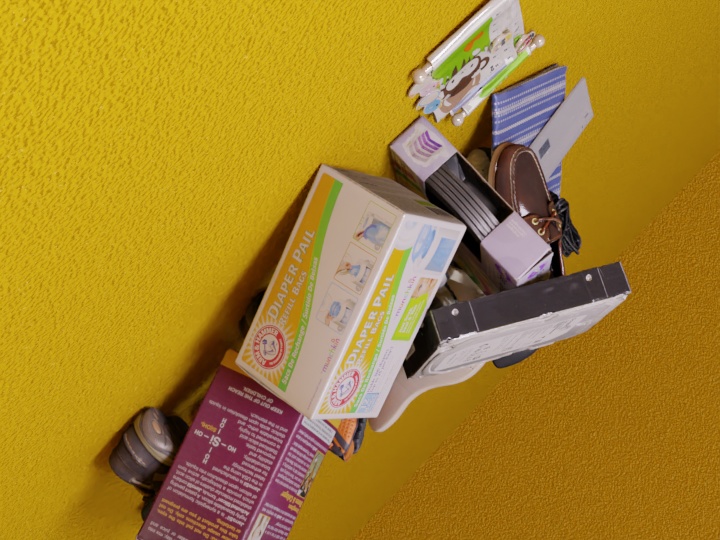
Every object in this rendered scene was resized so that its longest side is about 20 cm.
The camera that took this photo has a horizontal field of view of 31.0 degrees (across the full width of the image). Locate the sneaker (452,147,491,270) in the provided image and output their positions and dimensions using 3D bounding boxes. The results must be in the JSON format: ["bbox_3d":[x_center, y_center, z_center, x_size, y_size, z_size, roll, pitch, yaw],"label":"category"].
[{"bbox_3d":[0.128,-0.062,1.530,0.080,0.128,0.200,-60,138,-28],"label":"sneaker"}]

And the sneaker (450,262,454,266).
[{"bbox_3d":[0.118,0.030,1.661,0.199,0.115,0.076,-40,-178,-12],"label":"sneaker"}]

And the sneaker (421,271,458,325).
[{"bbox_3d":[0.048,0.021,1.305,0.079,0.074,0.200,-38,159,-1],"label":"sneaker"}]

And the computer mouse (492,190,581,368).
[{"bbox_3d":[0.202,0.012,1.468,0.201,0.046,0.141,-58,146,-19],"label":"computer mouse"}]

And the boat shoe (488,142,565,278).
[{"bbox_3d":[0.188,-0.038,1.382,0.070,0.202,0.070,-25,-158,-31],"label":"boat shoe"}]

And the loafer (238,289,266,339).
[{"bbox_3d":[-0.073,0.068,1.305,0.071,0.073,0.200,-47,165,12],"label":"loafer"}]

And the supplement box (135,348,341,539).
[{"bbox_3d":[-0.113,0.198,1.260,0.202,0.102,0.131,-64,163,-12],"label":"supplement box"}]

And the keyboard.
[{"bbox_3d":[0.205,-0.130,1.443,0.201,0.011,0.057,-52,135,-25],"label":"keyboard"}]

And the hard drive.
[{"bbox_3d":[0.146,0.051,1.246,0.198,0.038,0.140,-14,164,-17],"label":"hard drive"}]

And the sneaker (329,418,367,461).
[{"bbox_3d":[-0.070,0.218,1.661,0.200,0.112,0.078,-47,166,8],"label":"sneaker"}]

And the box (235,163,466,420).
[{"bbox_3d":[-0.009,0.023,1.155,0.112,0.101,0.202,6,112,-56],"label":"box"}]

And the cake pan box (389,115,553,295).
[{"bbox_3d":[0.110,-0.046,1.284,0.052,0.184,0.200,-42,167,-6],"label":"cake pan box"}]

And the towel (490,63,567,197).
[{"bbox_3d":[0.182,-0.118,1.443,0.144,0.024,0.202,-30,128,-45],"label":"towel"}]

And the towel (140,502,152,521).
[{"bbox_3d":[-0.171,0.235,1.550,0.200,0.049,0.112,-46,165,5],"label":"towel"}]

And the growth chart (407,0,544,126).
[{"bbox_3d":[0.108,-0.195,1.205,0.145,0.018,0.200,-46,165,4],"label":"growth chart"}]

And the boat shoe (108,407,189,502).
[{"bbox_3d":[-0.203,0.192,1.314,0.073,0.075,0.200,-34,157,-1],"label":"boat shoe"}]

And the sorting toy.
[{"bbox_3d":[0.066,0.095,1.492,0.181,0.106,0.200,-58,-176,16],"label":"sorting toy"}]
